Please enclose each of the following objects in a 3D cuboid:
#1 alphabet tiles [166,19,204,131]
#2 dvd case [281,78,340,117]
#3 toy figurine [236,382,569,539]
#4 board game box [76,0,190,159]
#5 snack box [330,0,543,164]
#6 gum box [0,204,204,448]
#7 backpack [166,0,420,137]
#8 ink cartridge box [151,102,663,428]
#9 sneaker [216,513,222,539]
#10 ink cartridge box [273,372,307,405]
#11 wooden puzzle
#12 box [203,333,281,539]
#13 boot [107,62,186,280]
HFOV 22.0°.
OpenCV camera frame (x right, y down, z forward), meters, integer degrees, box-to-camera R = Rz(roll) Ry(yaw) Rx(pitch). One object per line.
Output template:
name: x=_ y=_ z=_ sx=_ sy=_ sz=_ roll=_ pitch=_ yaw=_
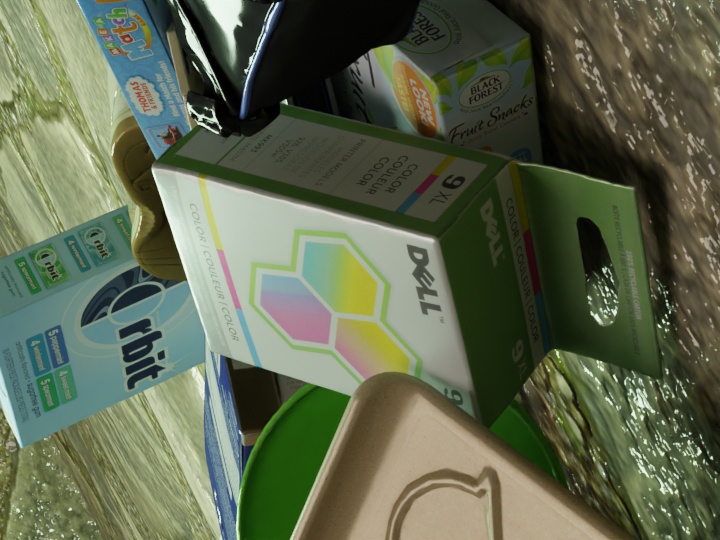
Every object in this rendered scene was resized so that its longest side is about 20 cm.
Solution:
alphabet tiles: x=-0.077 y=-0.122 z=0.970 sx=0.168 sy=0.007 sz=0.201 roll=-78 pitch=-22 yaw=-62
dvd case: x=-0.039 y=-0.068 z=0.877 sx=0.150 sy=0.025 sz=0.201 roll=-129 pitch=21 yaw=-53
toy figurine: x=0.042 y=0.134 z=0.885 sx=0.184 sy=0.149 sz=0.202 roll=-8 pitch=-96 yaw=-78
board game box: x=-0.111 y=-0.171 z=0.931 sx=0.200 sy=0.036 sz=0.152 roll=68 pitch=-162 yaw=-54
snack box: x=0.011 y=-0.083 z=0.838 sx=0.200 sy=0.053 sz=0.143 roll=48 pitch=158 yaw=45
gum box: x=-0.156 y=0.024 z=1.249 sx=0.045 sy=0.199 sz=0.170 roll=56 pitch=161 yaw=27
backpack: x=-0.035 y=-0.184 z=0.671 sx=0.201 sy=0.146 sz=0.183 roll=58 pitch=164 yaw=9
ink cartridge box: x=0.017 y=0.001 z=0.753 sx=0.199 sy=0.059 sz=0.104 roll=15 pitch=137 yaw=33
sneaker: x=-0.074 y=0.186 z=1.288 sx=0.100 sy=0.078 sz=0.200 roll=54 pitch=-163 yaw=0
ink cartridge box: x=-0.045 y=0.088 z=1.177 sx=0.200 sy=0.040 sz=0.201 roll=102 pitch=158 yaw=-64
wooden puzzle: x=0.054 y=0.164 z=0.737 sx=0.199 sy=0.046 sz=0.186 roll=34 pitch=114 yaw=25
box: x=-0.073 y=0.105 z=1.139 sx=0.201 sy=0.032 sz=0.122 roll=98 pitch=161 yaw=-51
boot: x=-0.113 y=-0.095 z=1.115 sx=0.200 sy=0.071 sz=0.156 roll=81 pitch=-179 yaw=-62
